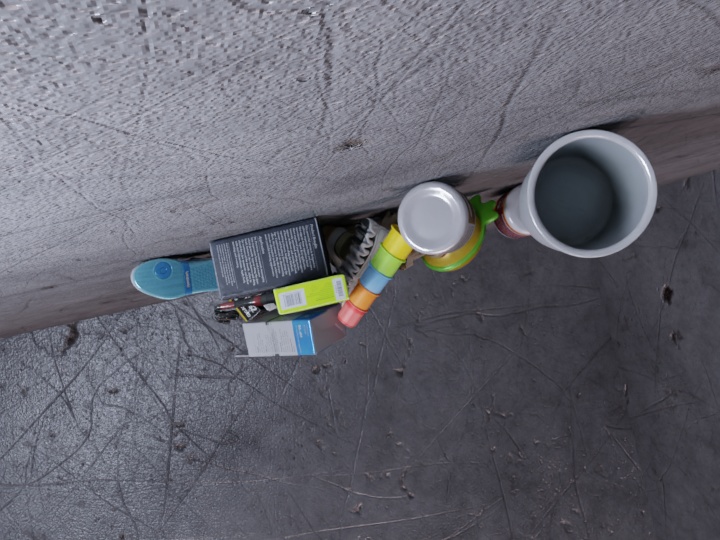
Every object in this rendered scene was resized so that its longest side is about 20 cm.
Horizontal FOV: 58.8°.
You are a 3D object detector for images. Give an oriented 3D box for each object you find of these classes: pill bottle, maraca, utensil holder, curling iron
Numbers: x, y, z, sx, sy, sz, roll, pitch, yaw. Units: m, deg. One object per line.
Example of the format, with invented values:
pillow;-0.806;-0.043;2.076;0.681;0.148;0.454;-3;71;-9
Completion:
pill bottle;0.138;-0.086;1.089;0.113;0.116;0.200;-13;179;16
maraca;0.211;-0.081;1.365;0.201;0.107;0.137;-50;-134;-10
pill bottle;0.368;-0.133;1.475;0.111;0.115;0.200;-13;179;0
utensil holder;0.322;-0.109;0.947;0.167;0.173;0.200;-13;-178;9
curling iron;-0.192;0.062;1.237;0.197;0.026;0.050;-17;142;-2

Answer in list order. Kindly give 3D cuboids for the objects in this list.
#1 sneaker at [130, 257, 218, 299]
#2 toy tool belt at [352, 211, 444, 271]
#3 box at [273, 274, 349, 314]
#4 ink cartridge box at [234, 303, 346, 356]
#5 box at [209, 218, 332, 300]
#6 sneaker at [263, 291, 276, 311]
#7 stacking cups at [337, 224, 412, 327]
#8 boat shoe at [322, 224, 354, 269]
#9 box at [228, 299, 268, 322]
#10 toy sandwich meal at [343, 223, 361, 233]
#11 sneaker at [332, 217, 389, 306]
sneaker;-0.365;0.013;1.260;0.198;0.081;0.130;1;-179;-36
toy tool belt;0.074;-0.059;1.322;0.122;0.127;0.199;-4;-166;-36
box;-0.086;0.043;1.127;0.120;0.048;0.200;-13;178;-4
ink cartridge box;-0.141;0.114;1.213;0.198;0.068;0.115;-6;-170;30
box;-0.160;-0.018;1.188;0.197;0.109;0.148;-12;178;-1
sneaker;-0.193;0.050;1.359;0.114;0.076;0.201;21;159;4
stacking cups;0.030;0.016;1.155;0.201;0.060;0.060;-58;161;18
boat shoe;-0.034;-0.037;1.351;0.075;0.068;0.201;-48;156;-16
box;-0.254;0.037;1.483;0.049;0.160;0.200;-41;172;14
toy sandwich meal;-0.018;-0.063;1.497;0.202;0.071;0.205;-13;179;0
sneaker;0.000;0.000;1.254;0.080;0.202;0.075;20;-163;-30
